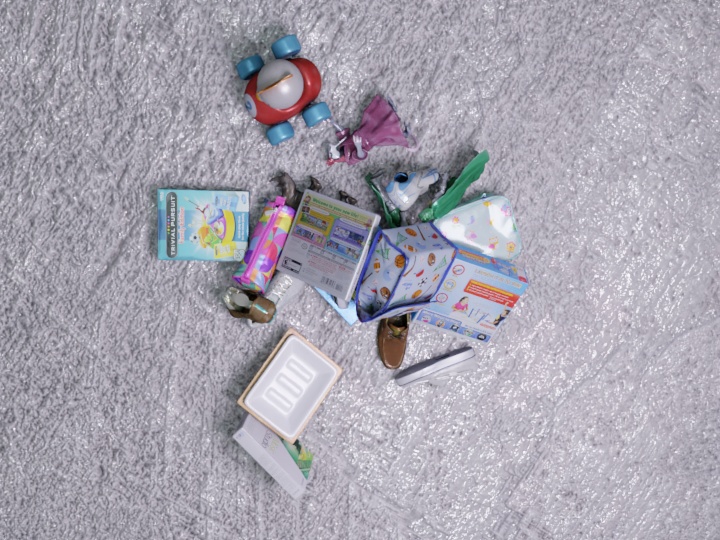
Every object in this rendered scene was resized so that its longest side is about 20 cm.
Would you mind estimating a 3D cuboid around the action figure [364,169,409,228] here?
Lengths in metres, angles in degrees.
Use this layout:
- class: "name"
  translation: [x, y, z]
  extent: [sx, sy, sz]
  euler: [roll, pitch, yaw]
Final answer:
- class: "action figure"
  translation: [0.080, -0.123, 1.586]
  extent: [0.054, 0.119, 0.202]
  euler: [-27, 110, 12]

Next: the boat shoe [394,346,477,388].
- class: "boat shoe"
  translation: [0.178, 0.239, 1.660]
  extent: [0.196, 0.072, 0.067]
  euler: [-20, 94, -12]

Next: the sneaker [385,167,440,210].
- class: "sneaker"
  translation: [0.115, -0.191, 1.544]
  extent: [0.072, 0.200, 0.073]
  euler: [-38, 91, 34]

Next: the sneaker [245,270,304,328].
- class: "sneaker"
  translation: [-0.181, 0.053, 1.593]
  extent: [0.070, 0.080, 0.201]
  euler: [38, 91, -7]

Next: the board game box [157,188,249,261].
- class: "board game box"
  translation: [-0.341, -0.099, 1.572]
  extent: [0.195, 0.047, 0.155]
  euler: [1, 97, -6]

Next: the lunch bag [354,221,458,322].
- class: "lunch bag"
  translation: [0.089, 0.019, 1.487]
  extent: [0.168, 0.124, 0.202]
  euler: [-9, 135, -42]

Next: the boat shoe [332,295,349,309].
- class: "boat shoe"
  translation: [-0.069, -0.014, 1.536]
  extent: [0.067, 0.074, 0.204]
  euler: [-12, 86, 10]

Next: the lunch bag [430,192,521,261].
- class: "lunch bag"
  translation: [0.258, -0.084, 1.621]
  extent: [0.196, 0.077, 0.164]
  euler: [-19, 97, -3]

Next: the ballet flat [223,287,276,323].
- class: "ballet flat"
  translation: [-0.249, 0.069, 1.527]
  extent: [0.072, 0.199, 0.069]
  euler: [35, 79, -32]

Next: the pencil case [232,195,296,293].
- class: "pencil case"
  translation: [-0.204, -0.055, 1.550]
  extent: [0.087, 0.088, 0.204]
  euler: [23, 77, -8]

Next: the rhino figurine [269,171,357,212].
- class: "rhino figurine"
  translation: [-0.111, -0.156, 1.583]
  extent: [0.196, 0.060, 0.089]
  euler: [24, 104, -5]

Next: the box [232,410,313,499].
- class: "box"
  translation: [-0.190, 0.392, 1.599]
  extent: [0.036, 0.145, 0.201]
  euler: [-39, 101, 15]

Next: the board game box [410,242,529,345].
- class: "board game box"
  translation: [0.238, 0.055, 1.592]
  extent: [0.196, 0.056, 0.198]
  euler: [18, 125, -14]

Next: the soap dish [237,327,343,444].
- class: "soap dish"
  translation: [-0.157, 0.255, 1.601]
  extent: [0.156, 0.081, 0.202]
  euler: [38, 78, -10]

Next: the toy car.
- class: "toy car"
  translation: [-0.174, -0.370, 1.466]
  extent: [0.174, 0.200, 0.188]
  euler: [-24, 96, 12]

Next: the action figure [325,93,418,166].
- class: "action figure"
  translation: [0.006, -0.289, 1.578]
  extent: [0.198, 0.135, 0.149]
  euler: [-35, 142, 12]

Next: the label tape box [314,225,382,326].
- class: "label tape box"
  translation: [0.000, 0.000, 1.611]
  extent: [0.200, 0.063, 0.144]
  euler: [-44, 98, 2]

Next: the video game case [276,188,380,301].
- class: "video game case"
  translation: [-0.069, -0.056, 1.493]
  extent: [0.197, 0.022, 0.186]
  euler: [22, 92, 33]

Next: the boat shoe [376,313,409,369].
- class: "boat shoe"
  translation: [0.075, 0.131, 1.633]
  extent: [0.070, 0.068, 0.205]
  euler: [0, 97, -6]

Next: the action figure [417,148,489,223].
- class: "action figure"
  translation: [0.197, -0.175, 1.566]
  extent: [0.054, 0.119, 0.200]
  euler: [38, 71, 21]
